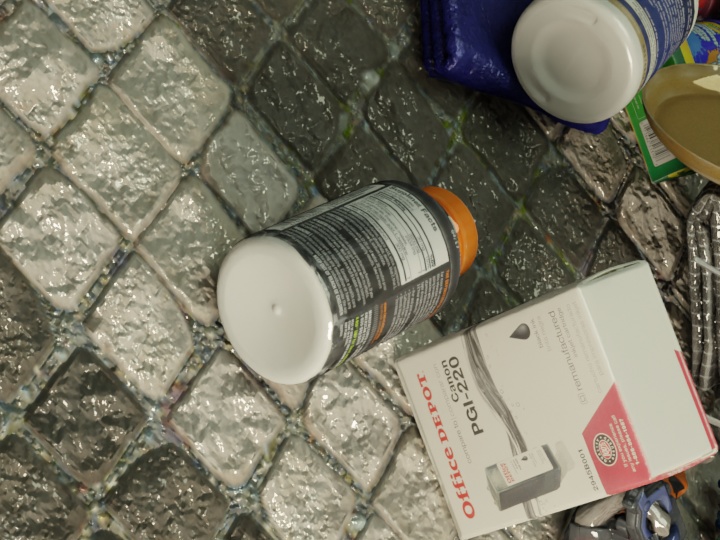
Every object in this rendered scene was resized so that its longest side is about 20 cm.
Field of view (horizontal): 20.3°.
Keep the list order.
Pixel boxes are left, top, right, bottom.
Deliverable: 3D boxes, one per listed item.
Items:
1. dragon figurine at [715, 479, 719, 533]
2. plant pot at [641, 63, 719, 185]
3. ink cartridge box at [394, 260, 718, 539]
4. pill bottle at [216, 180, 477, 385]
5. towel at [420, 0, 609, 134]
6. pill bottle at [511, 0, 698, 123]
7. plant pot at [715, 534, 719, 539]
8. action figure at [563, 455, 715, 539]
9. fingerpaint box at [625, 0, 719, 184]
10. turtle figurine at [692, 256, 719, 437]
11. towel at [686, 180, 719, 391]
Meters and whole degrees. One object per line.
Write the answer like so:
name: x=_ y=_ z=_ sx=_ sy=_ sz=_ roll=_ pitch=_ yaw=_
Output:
dragon figurine: x=0.375 y=0.208 z=1.715 sx=0.199 sy=0.099 sz=0.060 roll=12 pitch=88 yaw=-51
plant pot: x=0.326 y=-0.111 z=1.679 sx=0.198 sy=0.028 sz=0.201 roll=11 pitch=33 yaw=-7
ink cartridge box: x=0.134 y=0.095 z=1.433 sx=0.084 sy=0.199 sz=0.147 roll=-17 pitch=84 yaw=-42
pill bottle: x=0.000 y=0.000 z=1.411 sx=0.199 sy=0.106 sz=0.107 roll=-24 pitch=90 yaw=-48
towel: x=0.123 y=-0.199 z=1.671 sx=0.199 sy=0.049 sz=0.149 roll=17 pitch=58 yaw=-42
pill bottle: x=0.211 y=-0.208 z=1.646 sx=0.112 sy=0.111 sz=0.200 roll=57 pitch=40 yaw=-9
plant pot: x=0.354 y=0.272 z=1.565 sx=0.161 sy=0.200 sz=0.201 roll=48 pitch=45 yaw=-24
action figure: x=0.213 y=0.196 z=1.573 sx=0.194 sy=0.104 sz=0.201 roll=-58 pitch=144 yaw=-36
fingerpaint box: x=0.302 y=-0.194 z=1.825 sx=0.166 sy=0.073 sz=0.202 roll=-13 pitch=82 yaw=-47
turtle figurine: x=0.330 y=0.091 z=1.608 sx=0.145 sy=0.198 sz=0.195 roll=-94 pitch=169 yaw=-51
towel: x=0.343 y=-0.001 z=1.735 sx=0.165 sy=0.085 sz=0.202 roll=-38 pitch=127 yaw=-55
